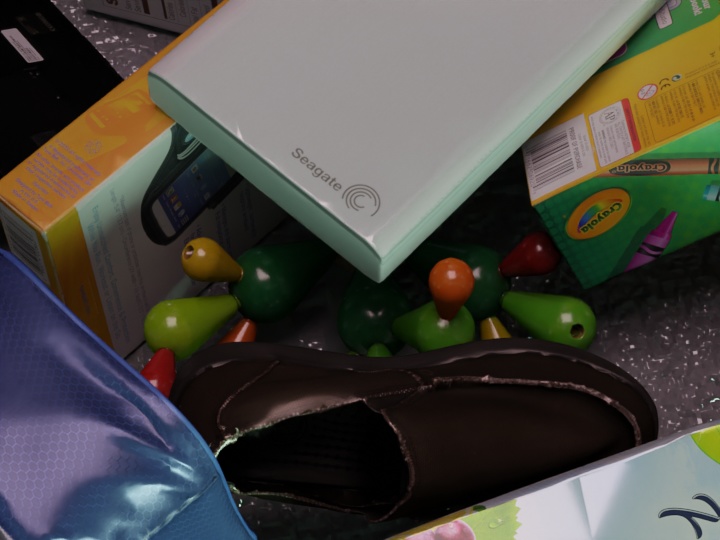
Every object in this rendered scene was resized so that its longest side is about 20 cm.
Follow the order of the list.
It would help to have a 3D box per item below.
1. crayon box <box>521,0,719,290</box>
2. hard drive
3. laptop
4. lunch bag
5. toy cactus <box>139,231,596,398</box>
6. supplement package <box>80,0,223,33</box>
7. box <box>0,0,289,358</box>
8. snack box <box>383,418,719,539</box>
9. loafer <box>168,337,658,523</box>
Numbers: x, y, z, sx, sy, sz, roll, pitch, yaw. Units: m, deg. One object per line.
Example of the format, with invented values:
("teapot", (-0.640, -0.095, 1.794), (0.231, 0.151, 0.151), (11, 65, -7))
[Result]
("crayon box", (0.128, -0.096, 0.958), (0.118, 0.058, 0.201), (-24, 38, 16))
("hard drive", (0.025, -0.102, 0.901), (0.132, 0.027, 0.200), (38, 66, 18))
("laptop", (-0.221, -0.057, 1.033), (0.199, 0.104, 0.177), (-17, 52, -40))
("lunch bag", (-0.128, 0.099, 0.800), (0.132, 0.200, 0.136), (-44, 62, -13))
("toy cactus", (0.000, 0.000, 0.939), (0.198, 0.103, 0.166), (-9, 45, 7))
("supplement package", (-0.035, -0.184, 1.044), (0.198, 0.118, 0.118), (16, 58, 14))
("box", (-0.070, -0.051, 0.953), (0.041, 0.120, 0.200), (34, 63, 25))
("snack box", (0.104, 0.156, 0.792), (0.198, 0.068, 0.170), (-19, 83, -11))
("loafer", (0.023, 0.074, 0.842), (0.198, 0.074, 0.071), (0, 25, -5))
